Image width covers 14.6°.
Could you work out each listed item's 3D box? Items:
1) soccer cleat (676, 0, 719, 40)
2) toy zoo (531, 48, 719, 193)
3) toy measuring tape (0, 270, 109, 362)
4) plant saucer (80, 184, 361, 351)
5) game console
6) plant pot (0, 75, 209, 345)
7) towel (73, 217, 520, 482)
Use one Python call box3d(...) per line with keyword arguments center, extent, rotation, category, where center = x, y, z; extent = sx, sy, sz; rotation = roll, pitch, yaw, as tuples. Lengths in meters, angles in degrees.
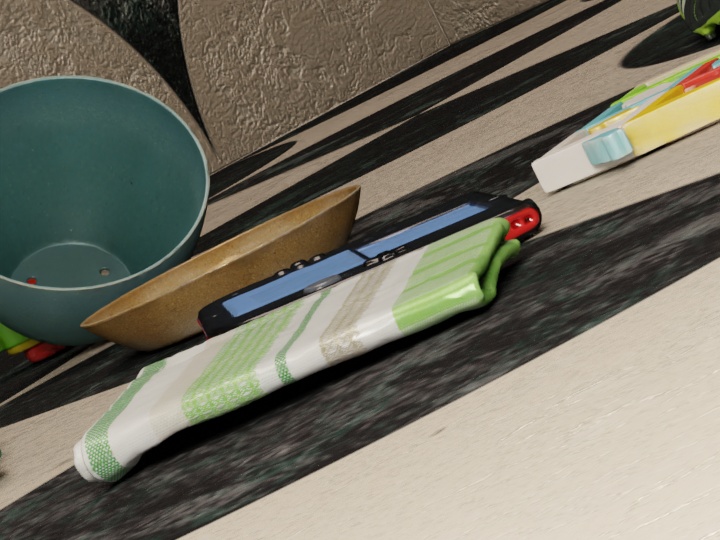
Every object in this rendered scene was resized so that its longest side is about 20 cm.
box3d(center=(0.251, -0.213, 2.015), extent=(0.067, 0.081, 0.200), rotation=(-27, 5, 1), category="soccer cleat")
box3d(center=(0.177, -0.093, 1.550), extent=(0.131, 0.020, 0.200), rotation=(-24, 7, 31), category="toy zoo")
box3d(center=(-0.219, 0.017, 2.171), extent=(0.200, 0.074, 0.074), rotation=(-29, 6, -19), category="toy measuring tape")
box3d(center=(-0.082, 0.005, 1.787), extent=(0.200, 0.035, 0.200), rotation=(-26, 5, 3), category="plant saucer")
box3d(center=(0.000, 0.000, 1.466), extent=(0.177, 0.031, 0.200), rotation=(-27, 6, -3), category="game console")
box3d(center=(-0.210, -0.023, 2.029), extent=(0.200, 0.200, 0.135), rotation=(-29, -32, -25), category="plant pot")
box3d(center=(-0.024, 0.038, 1.277), extent=(0.200, 0.031, 0.149), rotation=(-23, 8, 13), category="towel")
